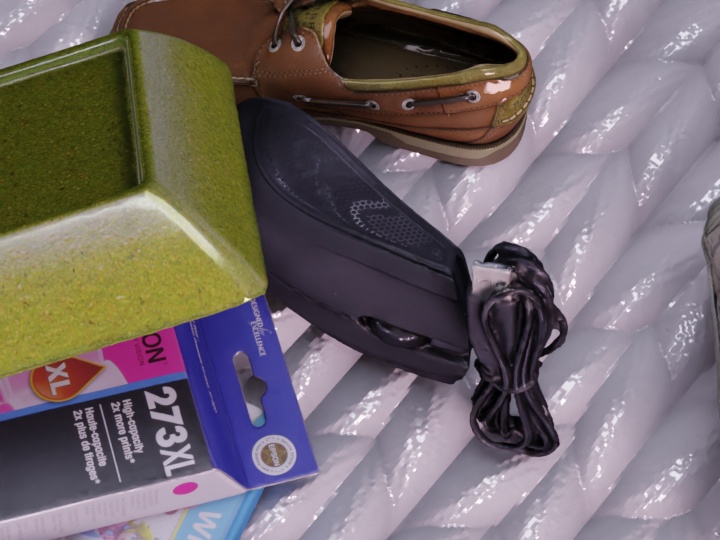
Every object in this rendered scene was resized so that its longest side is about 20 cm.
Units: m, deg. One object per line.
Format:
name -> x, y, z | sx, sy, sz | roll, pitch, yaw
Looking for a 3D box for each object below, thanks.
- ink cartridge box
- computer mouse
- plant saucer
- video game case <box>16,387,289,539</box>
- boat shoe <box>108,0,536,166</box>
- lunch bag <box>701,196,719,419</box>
ink cartridge box -> -0.124, 0.062, 1.189 | 0.200, 0.037, 0.095 | -12, 62, -12
computer mouse -> 0.000, 0.000, 1.207 | 0.053, 0.139, 0.200 | -39, 59, -22
plant saucer -> -0.148, -0.031, 1.178 | 0.199, 0.048, 0.200 | -17, 32, 3
video game case -> -0.149, 0.088, 1.201 | 0.200, 0.018, 0.143 | 21, 61, 8
boat shoe -> -0.018, -0.103, 1.288 | 0.200, 0.068, 0.072 | 7, 62, 2
lunch bag -> 0.231, 0.049, 1.185 | 0.168, 0.139, 0.200 | -8, 59, 11
